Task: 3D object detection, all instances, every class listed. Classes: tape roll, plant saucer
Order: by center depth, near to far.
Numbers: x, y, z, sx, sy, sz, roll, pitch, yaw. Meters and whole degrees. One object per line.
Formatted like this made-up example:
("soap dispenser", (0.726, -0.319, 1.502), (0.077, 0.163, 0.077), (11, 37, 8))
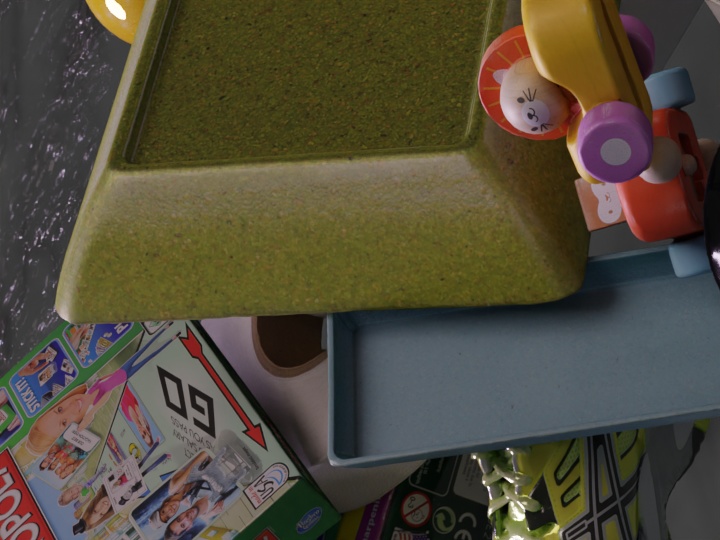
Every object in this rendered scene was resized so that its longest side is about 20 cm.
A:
("plant saucer", (0.087, 0.026, 0.800), (0.200, 0.019, 0.070), (-10, 54, 13))
("plant saucer", (-0.009, -0.075, 0.875), (0.199, 0.048, 0.200), (-3, 49, 18))
("tape roll", (0.000, 0.000, 0.953), (0.203, 0.037, 0.203), (-40, 36, 38))

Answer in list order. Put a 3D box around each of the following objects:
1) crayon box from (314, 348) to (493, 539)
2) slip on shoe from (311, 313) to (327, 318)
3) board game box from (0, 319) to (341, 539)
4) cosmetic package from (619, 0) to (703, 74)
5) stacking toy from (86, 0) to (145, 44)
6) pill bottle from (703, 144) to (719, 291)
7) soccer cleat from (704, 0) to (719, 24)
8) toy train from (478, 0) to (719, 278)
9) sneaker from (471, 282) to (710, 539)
("crayon box", (-0.020, 0.135, 0.988), (0.172, 0.058, 0.200), (-2, 68, 61))
("slip on shoe", (-0.046, -0.051, 0.969), (0.076, 0.061, 0.200), (-54, 29, 20))
("board game box", (-0.100, 0.086, 0.933), (0.135, 0.029, 0.200), (-41, 34, -1))
("cosmetic package", (0.065, -0.094, 1.008), (0.200, 0.052, 0.151), (-60, 32, 14))
("stacking toy", (-0.087, -0.147, 1.147), (0.146, 0.200, 0.146), (-38, 41, 43))
("pill bottle", (0.192, -0.017, 0.669), (0.200, 0.112, 0.112), (0, 71, 60))
("soccer cleat", (0.116, -0.145, 0.835), (0.069, 0.085, 0.200), (6, 117, 61))
("toy train", (0.064, -0.086, 0.753), (0.056, 0.150, 0.200), (-16, 93, 17))
("sneaker", (0.069, 0.091, 0.843), (0.075, 0.076, 0.200), (-17, 56, 55))
